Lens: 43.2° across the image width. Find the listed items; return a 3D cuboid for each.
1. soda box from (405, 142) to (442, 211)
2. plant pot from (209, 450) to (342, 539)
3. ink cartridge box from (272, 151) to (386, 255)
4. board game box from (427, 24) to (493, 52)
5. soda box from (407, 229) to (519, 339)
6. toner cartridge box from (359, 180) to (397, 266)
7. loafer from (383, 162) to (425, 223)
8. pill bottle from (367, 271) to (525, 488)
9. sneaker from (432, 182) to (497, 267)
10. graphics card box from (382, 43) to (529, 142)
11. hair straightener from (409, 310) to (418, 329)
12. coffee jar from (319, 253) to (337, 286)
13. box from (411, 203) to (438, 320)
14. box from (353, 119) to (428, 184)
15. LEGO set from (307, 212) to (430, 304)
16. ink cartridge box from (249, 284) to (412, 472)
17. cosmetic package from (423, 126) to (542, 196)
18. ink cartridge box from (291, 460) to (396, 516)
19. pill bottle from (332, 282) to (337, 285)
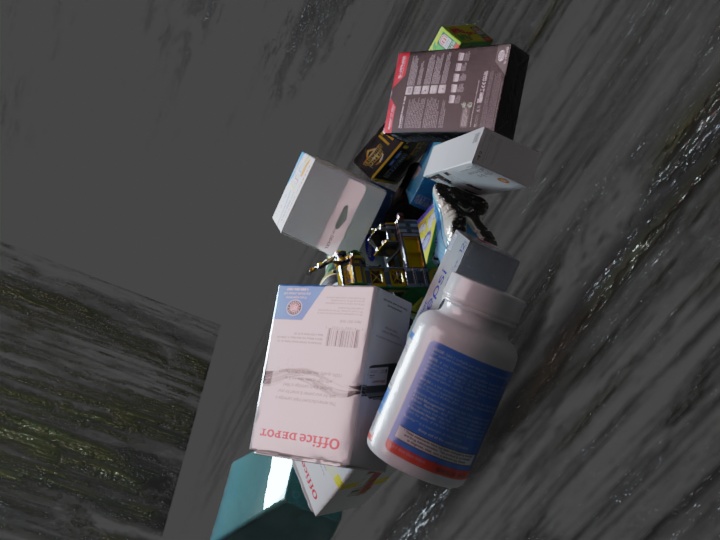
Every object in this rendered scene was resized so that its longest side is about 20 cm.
[{"bbox_3d":[0.140,-0.182,1.348,0.068,0.064,0.200,-98,33,-67],"label":"soda box"},{"bbox_3d":[-0.106,0.337,1.333,0.200,0.141,0.141,-44,26,49],"label":"plant pot"},{"bbox_3d":[-0.052,-0.102,1.440,0.129,0.125,0.200,-65,13,5],"label":"ink cartridge box"},{"bbox_3d":[0.132,-0.312,1.523,0.102,0.048,0.200,-22,-30,-49],"label":"board game box"},{"bbox_3d":[0.106,0.059,1.058,0.063,0.068,0.200,-123,55,-72],"label":"soda box"},{"bbox_3d":[0.038,-0.054,1.487,0.200,0.095,0.043,-82,19,-46],"label":"toner cartridge box"},{"bbox_3d":[0.077,-0.084,1.454,0.071,0.073,0.200,-58,5,51],"label":"loafer"},{"bbox_3d":[0.093,0.108,0.929,0.112,0.112,0.200,-141,73,-77],"label":"pill bottle"},{"bbox_3d":[0.117,-0.044,1.176,0.200,0.078,0.090,-87,18,-59],"label":"sneaker"},{"bbox_3d":[0.130,-0.243,1.262,0.200,0.051,0.126,7,83,44],"label":"graphics card box"},{"bbox_3d":[0.046,0.096,1.215,0.200,0.077,0.041,97,150,-49],"label":"hair straightener"},{"bbox_3d":[-0.015,0.001,1.599,0.200,0.104,0.085,-83,16,-48],"label":"coffee jar"},{"bbox_3d":[0.091,0.004,1.275,0.117,0.048,0.200,131,156,-56],"label":"box"},{"bbox_3d":[0.087,-0.227,1.428,0.200,0.049,0.160,-49,-12,13],"label":"box"},{"bbox_3d":[0.000,0.000,1.201,0.200,0.154,0.116,118,146,-61],"label":"LEGO set"},{"bbox_3d":[-0.034,0.122,1.046,0.145,0.084,0.200,1,75,35],"label":"ink cartridge box"},{"bbox_3d":[0.152,-0.135,1.172,0.200,0.082,0.051,-176,106,-78],"label":"cosmetic package"},{"bbox_3d":[-0.013,0.200,1.162,0.200,0.083,0.145,-56,48,42],"label":"ink cartridge box"},{"bbox_3d":[-0.003,0.085,1.384,0.200,0.111,0.111,-126,59,-75],"label":"pill bottle"}]
